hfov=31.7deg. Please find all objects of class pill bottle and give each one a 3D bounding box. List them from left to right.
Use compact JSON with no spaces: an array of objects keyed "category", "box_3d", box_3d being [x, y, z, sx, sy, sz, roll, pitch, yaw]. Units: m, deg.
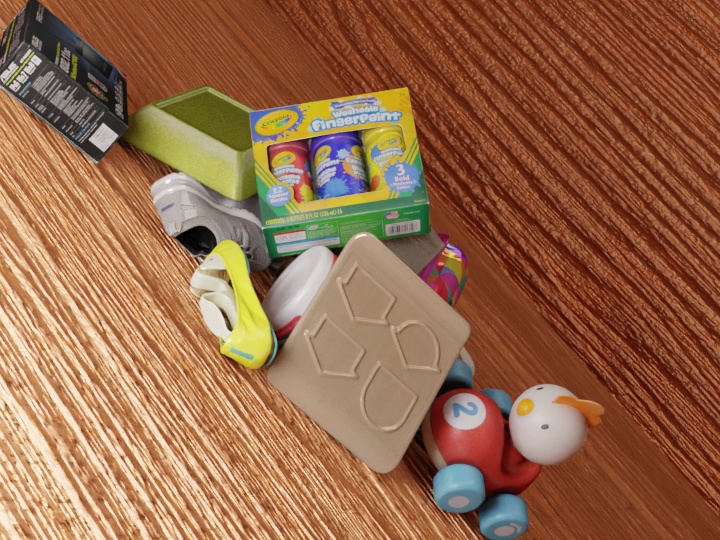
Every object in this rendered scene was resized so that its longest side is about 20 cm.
[{"category":"pill bottle","box_3d":[-0.012,0.078,1.479,0.200,0.120,0.120,43,11,-18]}]

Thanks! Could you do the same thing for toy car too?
[{"category":"toy car","box_3d":[0.192,0.185,1.507,0.176,0.199,0.186,37,36,-37]}]

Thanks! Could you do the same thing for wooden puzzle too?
[{"category":"wooden puzzle","box_3d":[0.009,0.091,1.395,0.185,0.201,0.046,41,-23,-18]}]

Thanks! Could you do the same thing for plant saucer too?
[{"category":"plant saucer","box_3d":[-0.183,-0.176,1.626,0.198,0.048,0.199,29,28,14]}]

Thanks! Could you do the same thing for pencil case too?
[{"category":"pencil case","box_3d":[0.083,0.037,1.654,0.088,0.088,0.201,42,36,-12]}]

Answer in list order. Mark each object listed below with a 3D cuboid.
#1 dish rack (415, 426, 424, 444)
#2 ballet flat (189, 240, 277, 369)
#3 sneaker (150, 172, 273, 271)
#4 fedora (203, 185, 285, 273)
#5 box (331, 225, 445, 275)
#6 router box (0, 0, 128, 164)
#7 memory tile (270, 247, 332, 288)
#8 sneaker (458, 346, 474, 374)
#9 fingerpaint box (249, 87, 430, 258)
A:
[{"category":"dish rack","box_3d":[0.092,0.176,1.694,0.153,0.055,0.200,45,9,-8]},{"category":"ballet flat","box_3d":[-0.144,0.027,1.339,0.066,0.067,0.201,12,30,-31]},{"category":"sneaker","box_3d":[-0.172,-0.033,1.474,0.199,0.074,0.083,31,40,-48]},{"category":"fedora","box_3d":[-0.134,-0.086,1.688,0.199,0.090,0.178,37,14,-39]},{"category":"box","box_3d":[0.000,0.000,1.589,0.095,0.200,0.078,36,14,-37]},{"category":"router box","box_3d":[-0.346,-0.225,1.474,0.149,0.062,0.201,39,13,-26]},{"category":"memory tile","box_3d":[-0.046,-0.070,1.607,0.017,0.153,0.202,35,54,-15]},{"category":"sneaker","box_3d":[0.110,0.088,2.012,0.201,0.073,0.084,54,12,31]},{"category":"fingerpaint box","box_3d":[-0.026,-0.118,1.505,0.074,0.196,0.169,83,-1,-61]}]
